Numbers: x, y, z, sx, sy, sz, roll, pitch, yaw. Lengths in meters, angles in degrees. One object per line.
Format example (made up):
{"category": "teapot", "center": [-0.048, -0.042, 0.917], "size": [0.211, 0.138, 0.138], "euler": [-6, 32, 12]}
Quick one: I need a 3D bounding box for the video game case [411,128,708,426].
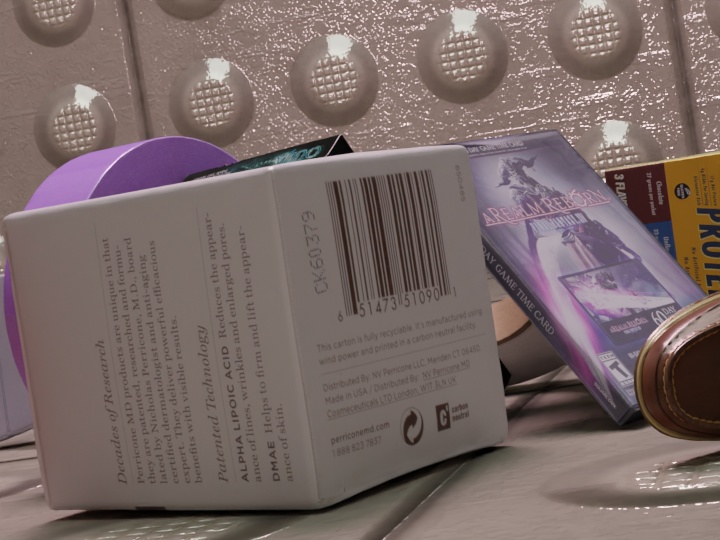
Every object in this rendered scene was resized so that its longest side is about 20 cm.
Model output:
{"category": "video game case", "center": [0.129, -0.003, 1.031], "size": [0.143, 0.200, 0.019], "euler": [-12, -34, -47]}

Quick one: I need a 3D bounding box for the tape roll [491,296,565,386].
{"category": "tape roll", "center": [0.064, 0.006, 1.163], "size": [0.202, 0.037, 0.203], "euler": [1, -42, 1]}

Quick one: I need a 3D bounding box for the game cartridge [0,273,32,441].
{"category": "game cartridge", "center": [-0.334, 0.078, 1.398], "size": [0.200, 0.133, 0.041], "euler": [-9, 2, 4]}

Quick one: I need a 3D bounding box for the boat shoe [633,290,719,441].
{"category": "boat shoe", "center": [0.224, 0.036, 0.822], "size": [0.200, 0.072, 0.068], "euler": [-7, -1, -17]}

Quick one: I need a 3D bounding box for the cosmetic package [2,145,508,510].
{"category": "cosmetic package", "center": [-0.056, 0.031, 0.953], "size": [0.200, 0.165, 0.165], "euler": [-7, 2, 40]}

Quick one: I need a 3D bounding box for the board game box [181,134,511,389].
{"category": "board game box", "center": [-0.012, 0.011, 1.107], "size": [0.135, 0.200, 0.028], "euler": [-11, 35, 41]}

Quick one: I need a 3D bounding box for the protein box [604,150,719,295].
{"category": "protein box", "center": [0.323, -0.031, 1.407], "size": [0.198, 0.135, 0.200], "euler": [-8, 2, 26]}

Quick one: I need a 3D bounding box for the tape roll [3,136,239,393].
{"category": "tape roll", "center": [-0.127, 0.019, 1.132], "size": [0.066, 0.201, 0.200], "euler": [-7, 3, 39]}

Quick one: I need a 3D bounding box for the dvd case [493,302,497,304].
{"category": "dvd case", "center": [0.197, 0.034, 1.759], "size": [0.150, 0.025, 0.200], "euler": [-9, 1, 22]}
